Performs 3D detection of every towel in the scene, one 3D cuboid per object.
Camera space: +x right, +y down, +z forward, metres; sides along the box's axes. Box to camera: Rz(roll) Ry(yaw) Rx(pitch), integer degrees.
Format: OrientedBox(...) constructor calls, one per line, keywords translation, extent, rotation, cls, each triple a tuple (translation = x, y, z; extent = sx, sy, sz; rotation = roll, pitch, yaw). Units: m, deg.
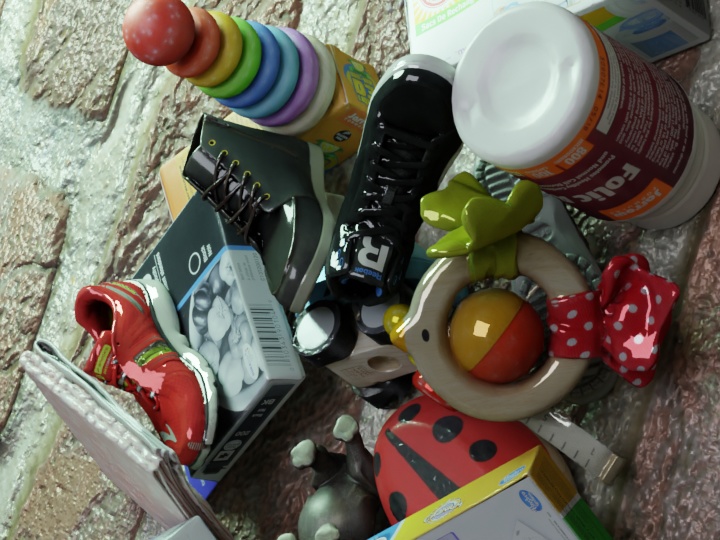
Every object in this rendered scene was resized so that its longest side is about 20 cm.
OrientedBox(translation=(-0.173, 0.156, 1.608), extent=(0.032, 0.191, 0.200), rotation=(-43, 47, -14), cls="towel")

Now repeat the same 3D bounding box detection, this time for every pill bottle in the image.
OrientedBox(translation=(0.162, -0.100, 1.399), extent=(0.114, 0.199, 0.115), rotation=(-14, 67, 36), cls="pill bottle")

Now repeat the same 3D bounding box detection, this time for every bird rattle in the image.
OrientedBox(translation=(0.112, 0.027, 1.384), extent=(0.163, 0.200, 0.113), rotation=(-50, 16, 8), cls="bird rattle")

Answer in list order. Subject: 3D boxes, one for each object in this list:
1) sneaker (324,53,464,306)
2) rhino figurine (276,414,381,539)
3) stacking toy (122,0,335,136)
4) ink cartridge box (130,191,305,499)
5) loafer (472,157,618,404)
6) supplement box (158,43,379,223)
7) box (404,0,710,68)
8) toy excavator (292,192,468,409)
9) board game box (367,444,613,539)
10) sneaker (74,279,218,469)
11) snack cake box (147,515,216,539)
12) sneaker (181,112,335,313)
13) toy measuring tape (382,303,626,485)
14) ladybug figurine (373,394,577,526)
OrientedBox(translation=(0.024, -0.048, 1.413), extent=(0.201, 0.072, 0.112), rotation=(108, 177, -51), cls="sneaker")
OrientedBox(translation=(-0.026, 0.215, 1.508), extent=(0.059, 0.088, 0.201), rotation=(1, 62, 23), cls="rhino figurine")
OrientedBox(translation=(-0.108, -0.167, 1.554), extent=(0.085, 0.199, 0.086), rotation=(-10, 72, 35), cls="stacking toy")
OrientedBox(translation=(-0.130, 0.061, 1.651), extent=(0.200, 0.043, 0.199), rotation=(-52, 47, 41), cls="ink cartridge box")
OrientedBox(translation=(0.143, 0.000, 1.477), extent=(0.075, 0.070, 0.201), rotation=(-20, 77, 16), cls="loafer")
OrientedBox(translation=(-0.072, -0.102, 1.681), extent=(0.200, 0.066, 0.069), rotation=(-36, 56, 26), cls="supplement box")
OrientedBox(translation=(0.142, -0.200, 1.506), extent=(0.199, 0.112, 0.102), rotation=(-21, 63, 34), cls="box")
OrientedBox(translation=(0.000, 0.000, 1.585), extent=(0.193, 0.100, 0.201), rotation=(-18, 51, 35), cls="toy excavator")
OrientedBox(translation=(0.086, 0.229, 1.399), extent=(0.199, 0.040, 0.153), rotation=(-32, 103, 27), cls="board game box")
OrientedBox(translation=(-0.175, 0.084, 1.602), extent=(0.200, 0.084, 0.077), rotation=(55, 132, 42), cls="sneaker")
OrientedBox(translation=(-0.174, 0.257, 1.550), extent=(0.067, 0.115, 0.200), rotation=(54, 157, 0), cls="snack cake box")
OrientedBox(translation=(-0.083, -0.044, 1.538), extent=(0.201, 0.106, 0.075), rotation=(-100, 33, -57), cls="sneaker")
OrientedBox(translation=(0.101, 0.085, 1.442), extent=(0.199, 0.074, 0.074), rotation=(34, 99, 6), cls="toy measuring tape")
OrientedBox(translation=(0.075, 0.159, 1.472), extent=(0.200, 0.072, 0.136), rotation=(37, 100, 41), cls="ladybug figurine")
